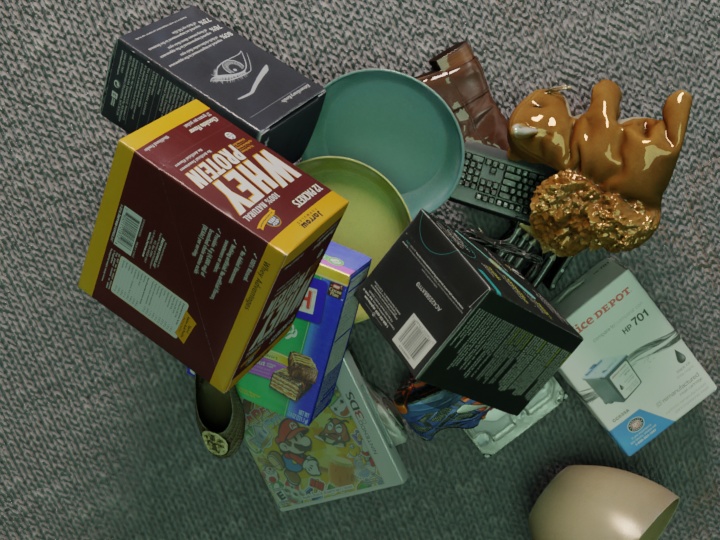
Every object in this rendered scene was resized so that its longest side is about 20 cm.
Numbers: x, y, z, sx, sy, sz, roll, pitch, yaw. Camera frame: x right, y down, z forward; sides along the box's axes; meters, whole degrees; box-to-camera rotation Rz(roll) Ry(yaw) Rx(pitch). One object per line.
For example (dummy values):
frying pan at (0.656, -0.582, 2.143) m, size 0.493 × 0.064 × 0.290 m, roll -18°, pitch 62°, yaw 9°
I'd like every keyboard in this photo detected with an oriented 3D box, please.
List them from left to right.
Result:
keyboard at (0.195, -0.070, 1.217) m, size 0.198 × 0.021 × 0.128 m, roll 17°, pitch 99°, yaw -1°

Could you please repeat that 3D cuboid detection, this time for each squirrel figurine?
squirrel figurine at (0.250, -0.116, 1.143) m, size 0.184 × 0.142 × 0.202 m, roll 13°, pitch 85°, yaw 4°

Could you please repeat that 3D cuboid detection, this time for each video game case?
video game case at (-0.060, 0.207, 1.279) m, size 0.198 × 0.023 × 0.183 m, roll -20°, pitch 102°, yaw 30°

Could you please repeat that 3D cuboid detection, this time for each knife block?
knife block at (0.225, -0.073, 1.259) m, size 0.173 × 0.064 × 0.202 m, roll -9°, pitch 102°, yaw -1°

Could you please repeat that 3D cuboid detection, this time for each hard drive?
hard drive at (0.157, 0.126, 1.311) m, size 0.139 × 0.038 × 0.201 m, roll -36°, pitch 102°, yaw 5°

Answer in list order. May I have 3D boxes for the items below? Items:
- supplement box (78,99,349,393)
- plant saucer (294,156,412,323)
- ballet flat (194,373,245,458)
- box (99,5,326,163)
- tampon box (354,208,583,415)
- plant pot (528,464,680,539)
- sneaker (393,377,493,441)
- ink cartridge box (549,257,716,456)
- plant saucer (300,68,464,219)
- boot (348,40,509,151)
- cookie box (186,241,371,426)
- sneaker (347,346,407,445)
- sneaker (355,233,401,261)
supplement box at (-0.153, -0.026, 1.040) m, size 0.199 × 0.133 × 0.198 m, roll 34°, pitch 126°, yaw 9°
plant saucer at (-0.031, -0.036, 1.205) m, size 0.197 × 0.031 × 0.203 m, roll 2°, pitch 100°, yaw 11°
ballet flat at (-0.168, 0.131, 1.163) m, size 0.067 × 0.046 × 0.202 m, roll 12°, pitch 114°, yaw 18°
box at (-0.164, -0.189, 1.136) m, size 0.199 × 0.148 × 0.105 m, roll 35°, pitch 129°, yaw 10°
tampon box at (0.123, 0.052, 1.139) m, size 0.199 × 0.150 × 0.127 m, roll 26°, pitch 109°, yaw -45°
plant pot at (0.295, 0.330, 1.299) m, size 0.134 × 0.200 × 0.201 m, roll 37°, pitch 99°, yaw 27°
sneaker at (0.143, 0.153, 1.269) m, size 0.198 × 0.076 × 0.079 m, roll -18°, pitch 115°, yaw 7°
ink cartridge box at (0.330, 0.109, 1.291) m, size 0.146 × 0.086 × 0.200 m, roll -39°, pitch 102°, yaw 5°
plant saucer at (0.027, -0.149, 1.196) m, size 0.197 × 0.036 × 0.202 m, roll 6°, pitch 124°, yaw 9°
boot at (0.105, -0.150, 1.244) m, size 0.185 × 0.064 × 0.201 m, roll -30°, pitch 106°, yaw 6°
cookie box at (-0.098, 0.053, 1.178) m, size 0.170 × 0.075 × 0.202 m, roll 21°, pitch 113°, yaw 13°
sneaker at (-0.029, 0.163, 1.291) m, size 0.099 × 0.078 × 0.201 m, roll -35°, pitch 100°, yaw 8°
sneaker at (0.000, 0.000, 1.268) m, size 0.198 × 0.075 × 0.088 m, roll -19°, pitch 112°, yaw 13°
